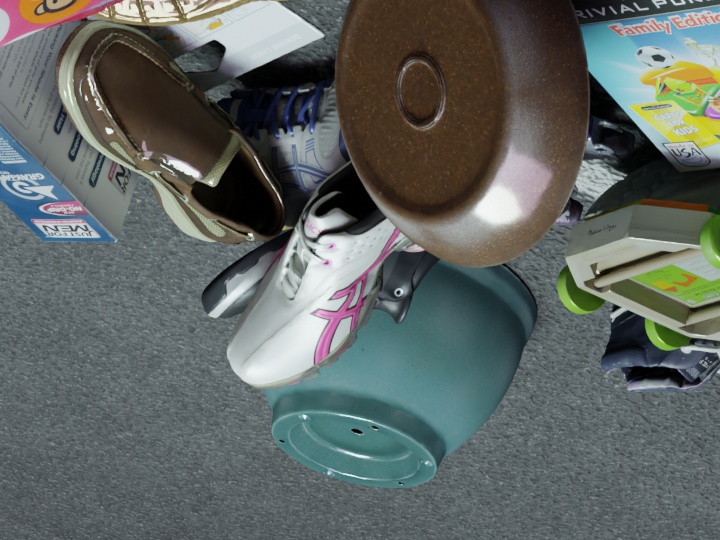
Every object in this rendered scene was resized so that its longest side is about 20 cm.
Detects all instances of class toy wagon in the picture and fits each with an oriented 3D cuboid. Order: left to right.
[{"bbox_3d":[0.221,0.013,1.703,0.200,0.040,0.155,22,158,-26],"label":"toy wagon"}]

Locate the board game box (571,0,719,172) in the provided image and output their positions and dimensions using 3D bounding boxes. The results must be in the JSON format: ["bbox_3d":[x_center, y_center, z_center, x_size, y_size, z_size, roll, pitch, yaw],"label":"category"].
[{"bbox_3d":[0.199,-0.130,1.564,0.151,0.047,0.200,-5,147,36],"label":"board game box"}]

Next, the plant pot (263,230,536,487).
[{"bbox_3d":[0.010,0.069,1.966,0.200,0.134,0.200,13,155,6],"label":"plant pot"}]

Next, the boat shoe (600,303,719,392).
[{"bbox_3d":[0.241,0.028,1.802,0.200,0.093,0.075,-13,143,45],"label":"boat shoe"}]

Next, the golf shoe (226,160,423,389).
[{"bbox_3d":[-0.019,-0.014,1.691,0.092,0.200,0.073,27,-161,-51],"label":"golf shoe"}]

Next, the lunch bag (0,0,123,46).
[{"bbox_3d":[-0.177,-0.212,1.442,0.200,0.176,0.082,-23,155,-8],"label":"lunch bag"}]

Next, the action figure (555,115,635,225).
[{"bbox_3d":[0.106,-0.083,1.630,0.069,0.130,0.200,21,173,16],"label":"action figure"}]

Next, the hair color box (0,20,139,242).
[{"bbox_3d":[-0.203,-0.108,1.673,0.061,0.100,0.200,0,149,31],"label":"hair color box"}]

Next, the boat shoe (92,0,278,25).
[{"bbox_3d":[-0.081,-0.184,1.548,0.200,0.069,0.074,-3,131,5],"label":"boat shoe"}]

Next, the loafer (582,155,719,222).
[{"bbox_3d":[0.222,-0.038,1.698,0.200,0.070,0.070,-12,116,44],"label":"loafer"}]

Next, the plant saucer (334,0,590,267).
[{"bbox_3d":[0.044,-0.099,1.552,0.037,0.200,0.200,-9,173,-40],"label":"plant saucer"}]

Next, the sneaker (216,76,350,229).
[{"bbox_3d":[-0.048,-0.082,1.766,0.088,0.075,0.200,25,152,-17],"label":"sneaker"}]

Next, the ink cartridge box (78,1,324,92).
[{"bbox_3d":[-0.139,-0.171,1.674,0.174,0.044,0.200,30,151,-29],"label":"ink cartridge box"}]

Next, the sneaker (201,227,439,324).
[{"bbox_3d":[0.000,0.000,1.786,0.200,0.083,0.072,-24,180,-9],"label":"sneaker"}]

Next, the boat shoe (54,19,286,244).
[{"bbox_3d":[-0.104,-0.081,1.689,0.075,0.075,0.202,19,164,36],"label":"boat shoe"}]
